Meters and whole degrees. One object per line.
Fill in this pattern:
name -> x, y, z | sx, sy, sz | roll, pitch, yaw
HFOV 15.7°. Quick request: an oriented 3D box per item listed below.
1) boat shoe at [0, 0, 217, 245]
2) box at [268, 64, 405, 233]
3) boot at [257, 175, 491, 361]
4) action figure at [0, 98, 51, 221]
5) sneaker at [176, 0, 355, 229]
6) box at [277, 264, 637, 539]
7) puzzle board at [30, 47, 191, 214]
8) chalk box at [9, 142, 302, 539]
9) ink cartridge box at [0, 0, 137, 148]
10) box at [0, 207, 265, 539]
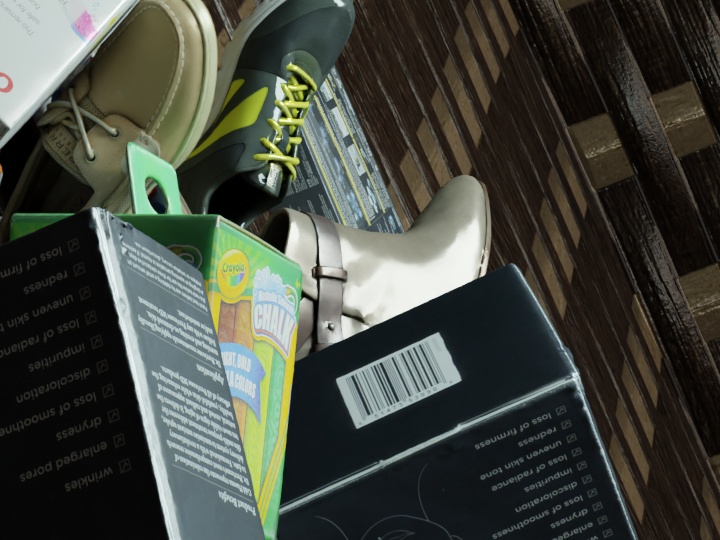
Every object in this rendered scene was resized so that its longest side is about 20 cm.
boat shoe -> -0.140, -0.070, 1.431 | 0.064, 0.200, 0.071 | -15, 52, -47
box -> -0.017, -0.043, 1.775 | 0.161, 0.049, 0.201 | -50, 118, -75
boot -> 0.000, 0.000, 1.651 | 0.146, 0.070, 0.201 | 32, 62, -32
action figure -> -0.251, -0.105, 1.494 | 0.194, 0.104, 0.200 | 55, 49, -25
sneaker -> -0.058, -0.086, 1.635 | 0.074, 0.200, 0.085 | 28, 10, -45
box -> 0.048, 0.136, 1.572 | 0.124, 0.199, 0.197 | -115, -178, -52
puzzle board -> -0.149, -0.042, 1.630 | 0.201, 0.017, 0.151 | 61, -25, 7
chalk box -> -0.109, 0.036, 1.377 | 0.124, 0.123, 0.201 | 28, 66, -66
ink cartridge box -> -0.208, -0.139, 1.383 | 0.129, 0.125, 0.200 | 43, 57, -6
box -> -0.163, 0.106, 1.244 | 0.124, 0.199, 0.198 | 37, 36, -62
